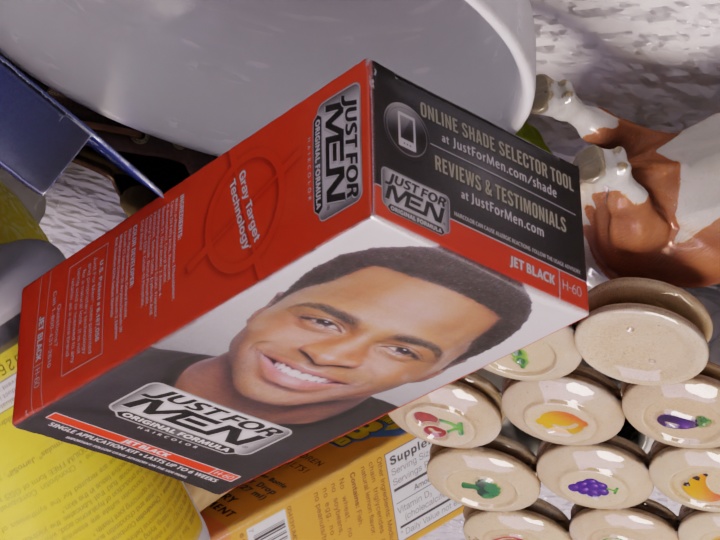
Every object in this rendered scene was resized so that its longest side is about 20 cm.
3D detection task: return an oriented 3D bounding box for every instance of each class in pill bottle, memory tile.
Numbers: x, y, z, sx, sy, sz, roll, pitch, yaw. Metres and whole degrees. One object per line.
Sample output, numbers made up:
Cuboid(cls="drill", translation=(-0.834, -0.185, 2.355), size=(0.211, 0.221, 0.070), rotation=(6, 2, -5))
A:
Cuboid(cls="pill bottle", translation=(-0.129, 0.097, 0.801), size=(0.111, 0.112, 0.201), rotation=(-9, 112, 48))
Cuboid(cls="memory tile", translation=(0.087, 0.069, 0.790), size=(0.152, 0.017, 0.201), rotation=(-2, 142, 25))

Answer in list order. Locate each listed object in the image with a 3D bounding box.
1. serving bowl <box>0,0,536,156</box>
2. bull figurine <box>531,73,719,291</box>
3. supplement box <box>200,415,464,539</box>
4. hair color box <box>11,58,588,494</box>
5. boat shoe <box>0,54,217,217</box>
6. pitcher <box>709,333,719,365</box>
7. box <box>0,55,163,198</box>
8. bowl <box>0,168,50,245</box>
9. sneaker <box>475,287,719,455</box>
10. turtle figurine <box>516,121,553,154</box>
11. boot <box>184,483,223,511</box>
Cuboid(cls="serving bowl", translation=(-0.035, -0.102, 0.648), size=(0.198, 0.066, 0.200), rotation=(11, 160, 4))
Cuboid(cls="bull figurine", translation=(0.128, -0.030, 0.710), size=(0.198, 0.066, 0.121), rotation=(-18, 148, 25))
Cuboid(cls="supplement box", translation=(-0.016, 0.110, 0.966), size=(0.199, 0.069, 0.066), rotation=(-24, -153, -34))
Cuboid(cls="hair color box", translation=(-0.026, 0.011, 0.690), size=(0.101, 0.062, 0.199), rotation=(22, 143, -35))
Cuboid(cls="boat shoe", translation=(-0.077, -0.043, 0.829), size=(0.072, 0.073, 0.199), rotation=(-6, 154, 44))
Cuboid(cls="pitcher", translation=(0.251, 0.072, 0.807), size=(0.199, 0.173, 0.121), rotation=(-12, -166, 45))
Cuboid(cls="box", translation=(-0.160, -0.084, 0.686), size=(0.200, 0.033, 0.121), rotation=(39, 177, -17))
Cuboid(cls="bowl", translation=(-0.210, -0.008, 0.937), size=(0.198, 0.108, 0.201), rotation=(22, 153, 12))
Cuboid(cls="sneaker", translation=(0.120, 0.058, 0.876), size=(0.198, 0.079, 0.099), rotation=(-4, -159, -23))
Cuboid(cls="turtle figurine", translation=(0.000, 0.000, 0.805), size=(0.161, 0.065, 0.199), rotation=(-32, 160, 36))
Cuboid(cls="boot", translation=(-0.025, 0.062, 0.918), size=(0.174, 0.067, 0.199), rotation=(-5, -162, 43))
